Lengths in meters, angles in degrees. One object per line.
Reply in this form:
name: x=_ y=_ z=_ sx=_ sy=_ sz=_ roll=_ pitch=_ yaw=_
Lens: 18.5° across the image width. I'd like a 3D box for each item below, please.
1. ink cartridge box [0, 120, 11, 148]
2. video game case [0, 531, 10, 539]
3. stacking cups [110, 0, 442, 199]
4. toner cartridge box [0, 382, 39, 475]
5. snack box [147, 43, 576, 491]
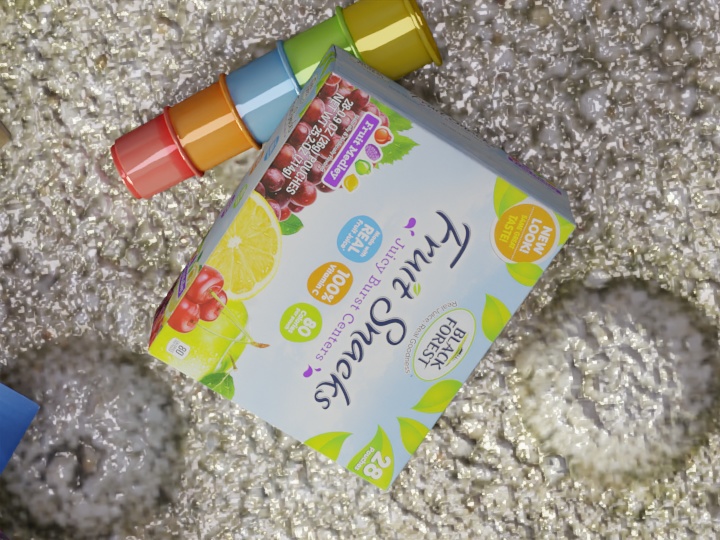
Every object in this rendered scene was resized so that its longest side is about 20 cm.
ink cartridge box: x=-0.323 y=-0.075 z=1.241 sx=0.200 sy=0.075 sz=0.165 roll=-41 pitch=56 yaw=-5
video game case: x=-0.266 y=0.224 z=1.313 sx=0.181 sy=0.036 sz=0.200 roll=-35 pitch=111 yaw=15
stacking cups: x=-0.053 y=-0.106 z=1.298 sx=0.199 sy=0.061 sz=0.061 roll=-25 pitch=95 yaw=10
toner cartridge box: x=-0.299 y=0.071 z=1.301 sx=0.199 sy=0.043 sz=0.095 roll=31 pitch=82 yaw=-14
snack box: x=0.000 y=0.000 z=1.272 sx=0.168 sy=0.068 sz=0.200 roll=32 pitch=108 yaw=-12
